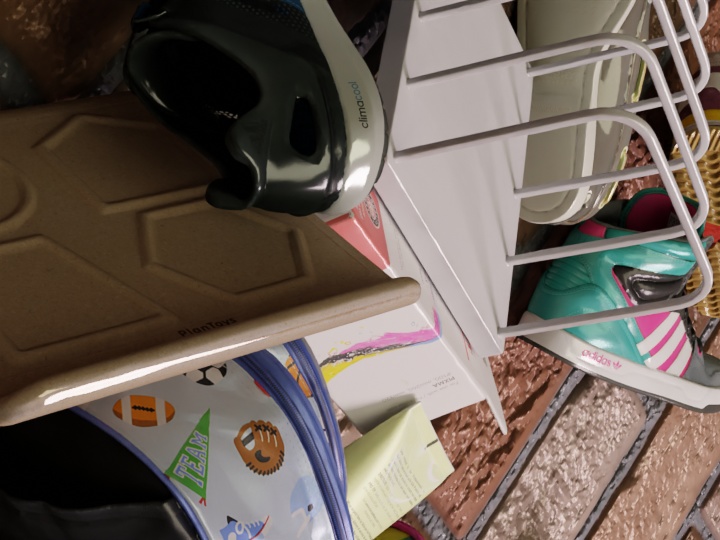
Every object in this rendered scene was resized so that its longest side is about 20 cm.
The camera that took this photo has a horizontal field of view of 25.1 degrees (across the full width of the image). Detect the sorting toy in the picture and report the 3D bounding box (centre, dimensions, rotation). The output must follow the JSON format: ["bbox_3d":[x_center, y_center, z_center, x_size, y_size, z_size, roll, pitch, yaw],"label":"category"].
[{"bbox_3d":[-0.105,-0.010,0.616,0.184,0.200,0.037,-15,127,-40],"label":"sorting toy"}]

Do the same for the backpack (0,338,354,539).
[{"bbox_3d":[-0.088,0.093,0.667,0.154,0.190,0.201,-37,126,-30],"label":"backpack"}]

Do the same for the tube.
[{"bbox_3d":[-0.043,0.138,0.779,0.199,0.058,0.052,-35,96,-5],"label":"tube"}]

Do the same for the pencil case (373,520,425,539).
[{"bbox_3d":[0.016,0.236,0.897,0.088,0.088,0.201,-32,121,-36],"label":"pencil case"}]

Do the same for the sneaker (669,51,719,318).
[{"bbox_3d":[0.247,-0.050,1.059,0.201,0.074,0.091,71,29,-48],"label":"sneaker"}]

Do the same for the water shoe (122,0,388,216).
[{"bbox_3d":[-0.061,-0.103,0.651,0.078,0.200,0.072,-6,136,-34],"label":"water shoe"}]

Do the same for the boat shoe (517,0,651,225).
[{"bbox_3d":[0.129,-0.126,0.919,0.060,0.072,0.203,4,99,-56],"label":"boat shoe"}]

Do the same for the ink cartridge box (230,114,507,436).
[{"bbox_3d":[0.000,0.000,0.772,0.200,0.067,0.117,53,19,-47],"label":"ink cartridge box"}]

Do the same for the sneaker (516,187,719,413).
[{"bbox_3d":[0.187,0.013,1.013,0.199,0.083,0.121,19,97,-46],"label":"sneaker"}]

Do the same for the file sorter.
[{"bbox_3d":[0.096,-0.087,0.775,0.139,0.124,0.201,57,32,-41],"label":"file sorter"}]
